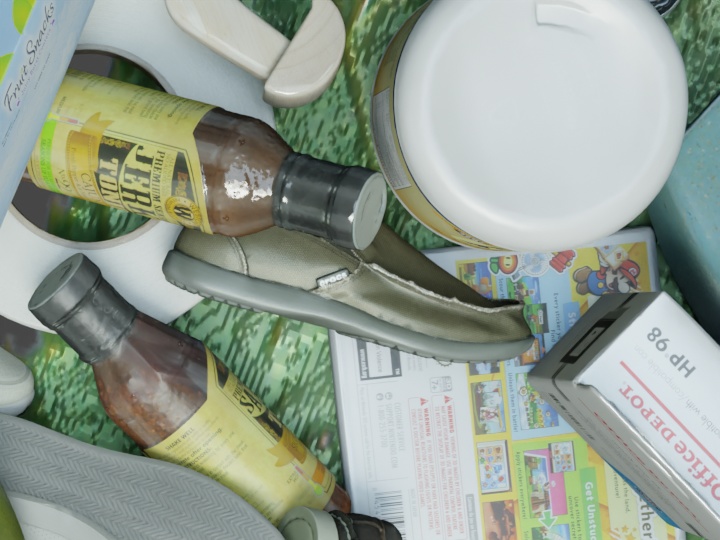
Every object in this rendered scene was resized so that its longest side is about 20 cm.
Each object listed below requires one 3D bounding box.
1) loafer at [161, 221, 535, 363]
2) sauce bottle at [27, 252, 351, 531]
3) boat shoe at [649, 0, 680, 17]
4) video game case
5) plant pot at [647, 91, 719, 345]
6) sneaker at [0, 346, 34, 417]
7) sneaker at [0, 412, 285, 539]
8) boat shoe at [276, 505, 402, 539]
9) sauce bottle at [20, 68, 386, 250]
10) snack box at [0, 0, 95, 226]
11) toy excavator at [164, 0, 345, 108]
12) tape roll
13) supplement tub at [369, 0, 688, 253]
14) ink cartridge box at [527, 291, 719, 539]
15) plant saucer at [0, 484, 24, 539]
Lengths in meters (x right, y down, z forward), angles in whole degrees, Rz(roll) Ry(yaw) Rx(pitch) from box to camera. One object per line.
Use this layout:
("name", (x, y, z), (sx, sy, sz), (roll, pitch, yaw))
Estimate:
("loafer", (0.000, 0.000, 1.561), (0.199, 0.075, 0.070), (15, 89, -13))
("sauce bottle", (-0.089, 0.073, 1.566), (0.066, 0.066, 0.200), (-44, 109, -3))
("boat shoe", (0.102, -0.213, 1.600), (0.075, 0.062, 0.200), (-38, 94, -5))
("video game case", (0.078, 0.085, 1.622), (0.181, 0.023, 0.201), (-6, 90, -5))
("plant pot", (0.256, -0.027, 1.557), (0.200, 0.196, 0.196), (44, 87, 2))
("sneaker", (-0.251, 0.010, 1.558), (0.199, 0.075, 0.081), (31, 105, -6))
("sneaker", (-0.128, 0.154, 1.554), (0.199, 0.116, 0.074), (23, 46, 11))
("boat shoe", (-0.021, 0.223, 1.543), (0.060, 0.072, 0.203), (9, 94, -30))
("sauce bottle", (-0.084, -0.054, 1.511), (0.199, 0.065, 0.065), (14, 89, 22))
("snack box", (-0.247, -0.123, 1.513), (0.199, 0.068, 0.170), (14, 71, 18))
("toy excavator", (-0.098, -0.191, 1.553), (0.193, 0.100, 0.201), (6, 83, -3))
("tape roll", (-0.143, -0.064, 1.593), (0.201, 0.037, 0.204), (0, 90, -5))
("supplement tub", (0.080, -0.081, 1.530), (0.143, 0.200, 0.145), (0, 91, -5))
("ink cartridge box", (0.158, 0.073, 1.517), (0.067, 0.200, 0.116), (-45, 94, -5))
("plant saucer", (-0.229, 0.122, 1.526), (0.031, 0.200, 0.201), (-34, 94, -35))
